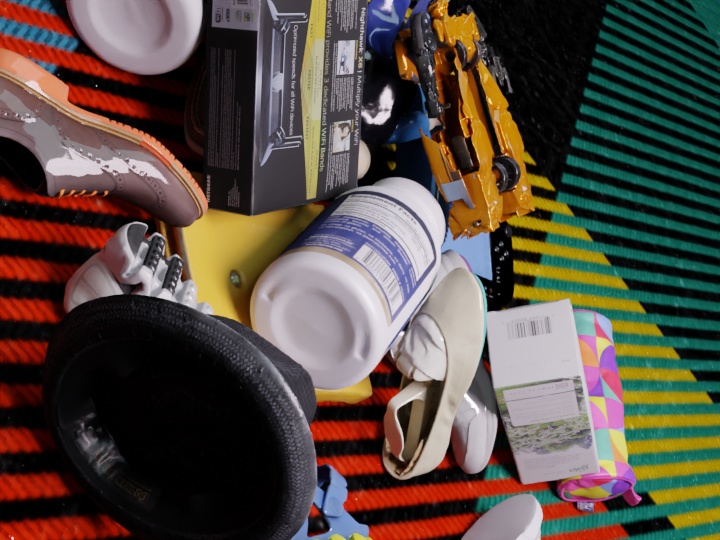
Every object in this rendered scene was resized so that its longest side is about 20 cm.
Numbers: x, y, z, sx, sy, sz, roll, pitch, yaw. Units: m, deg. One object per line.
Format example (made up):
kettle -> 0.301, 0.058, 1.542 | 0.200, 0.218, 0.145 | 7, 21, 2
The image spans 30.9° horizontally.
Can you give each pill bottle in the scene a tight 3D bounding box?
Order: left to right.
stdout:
pill bottle -> -0.151, -0.256, 1.052 | 0.113, 0.112, 0.201 | 47, 37, -23
pill bottle -> 0.000, 0.000, 1.043 | 0.112, 0.110, 0.200 | 57, 32, -10

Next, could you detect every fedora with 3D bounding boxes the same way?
fedora -> -0.100, 0.084, 0.819 | 0.202, 0.199, 0.092 | 58, 36, -8

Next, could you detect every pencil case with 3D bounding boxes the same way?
pencil case -> 0.233, 0.143, 1.342 | 0.088, 0.088, 0.202 | 27, 49, -42

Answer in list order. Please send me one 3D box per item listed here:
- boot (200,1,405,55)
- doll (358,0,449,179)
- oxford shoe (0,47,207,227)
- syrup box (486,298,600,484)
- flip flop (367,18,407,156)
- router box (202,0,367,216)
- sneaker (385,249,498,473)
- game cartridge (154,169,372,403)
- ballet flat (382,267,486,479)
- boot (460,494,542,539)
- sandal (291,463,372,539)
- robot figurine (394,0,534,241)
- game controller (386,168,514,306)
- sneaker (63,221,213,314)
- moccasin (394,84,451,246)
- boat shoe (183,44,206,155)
boot -> -0.077, -0.225, 1.191 | 0.189, 0.068, 0.200 | 49, 51, 2
doll -> 0.023, -0.170, 1.160 | 0.136, 0.048, 0.202 | 31, 73, -26
oxford shoe -> -0.198, -0.073, 0.920 | 0.199, 0.071, 0.073 | 31, 63, -27
syrup box -> 0.170, 0.116, 1.202 | 0.201, 0.078, 0.082 | 67, 17, -54
flip flop -> 0.013, -0.184, 1.274 | 0.057, 0.082, 0.201 | 20, 45, -3
router box -> -0.057, -0.154, 1.034 | 0.157, 0.052, 0.203 | -16, 113, -57
sneaker -> 0.067, 0.088, 1.179 | 0.098, 0.075, 0.203 | -13, 93, -15
game cartridge -> -0.077, 0.017, 1.053 | 0.199, 0.032, 0.179 | 13, 58, -52
ballet flat -> 0.054, 0.091, 1.069 | 0.068, 0.202, 0.070 | 7, 32, -4
boot -> 0.120, 0.289, 1.115 | 0.096, 0.073, 0.200 | 59, 42, -18
sandal -> -0.062, 0.179, 0.930 | 0.199, 0.079, 0.088 | 21, 48, -56
robot figurine -> 0.087, -0.134, 1.122 | 0.145, 0.058, 0.203 | -23, 96, -58
game controller -> 0.091, -0.031, 1.299 | 0.199, 0.042, 0.106 | 20, 53, -46
sneaker -> -0.126, 0.064, 0.910 | 0.201, 0.081, 0.075 | 54, 15, -14
moccasin -> 0.075, -0.095, 1.209 | 0.068, 0.080, 0.202 | 24, 49, -24
boat shoe -> -0.094, -0.187, 1.083 | 0.071, 0.060, 0.204 | 21, 62, 3
